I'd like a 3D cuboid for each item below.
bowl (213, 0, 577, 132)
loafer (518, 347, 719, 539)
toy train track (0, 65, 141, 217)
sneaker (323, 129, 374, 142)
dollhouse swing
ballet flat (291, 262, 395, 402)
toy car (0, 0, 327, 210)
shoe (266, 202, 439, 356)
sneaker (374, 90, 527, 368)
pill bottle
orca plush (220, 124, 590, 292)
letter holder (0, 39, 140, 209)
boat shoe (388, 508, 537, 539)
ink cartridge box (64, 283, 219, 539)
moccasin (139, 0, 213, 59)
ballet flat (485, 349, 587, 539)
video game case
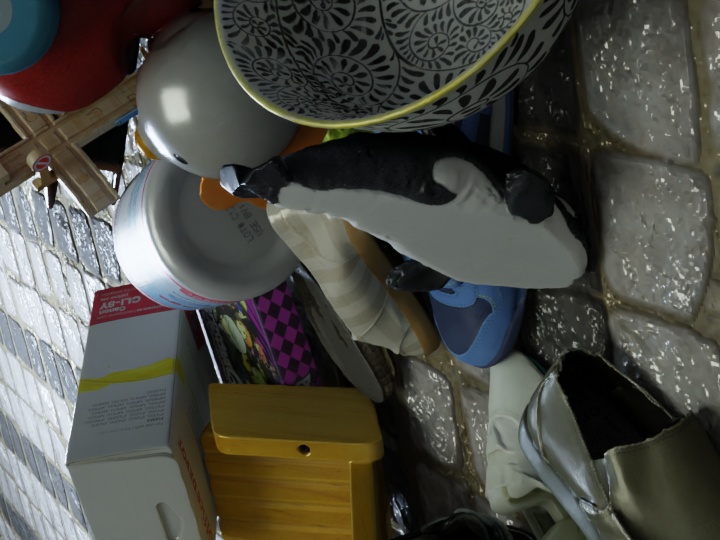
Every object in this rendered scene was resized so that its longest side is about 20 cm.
[{"bbox_3d":[0.035,-0.142,0.617,0.094,0.201,0.201,31,-167,-51],"label":"bowl"},{"bbox_3d":[0.143,0.110,0.634,0.200,0.075,0.070,45,148,42],"label":"loafer"},{"bbox_3d":[-0.159,-0.108,0.816,0.115,0.199,0.033,46,156,19],"label":"toy train track"},{"bbox_3d":[-0.042,-0.105,0.849,0.202,0.075,0.105,62,153,15],"label":"sneaker"},{"bbox_3d":[-0.045,0.216,0.929,0.179,0.176,0.202,1,121,15],"label":"dollhouse swing"},{"bbox_3d":[-0.025,0.002,0.934,0.201,0.046,0.068,57,156,17],"label":"ballet flat"},{"bbox_3d":[-0.108,-0.109,0.723,0.201,0.176,0.184,56,-176,-9],"label":"toy car"},{"bbox_3d":[0.000,0.000,0.779,0.200,0.053,0.071,57,-168,-57],"label":"shoe"},{"bbox_3d":[0.042,-0.034,0.728,0.074,0.082,0.203,23,128,54],"label":"sneaker"},{"bbox_3d":[-0.107,-0.029,0.874,0.110,0.108,0.200,71,161,-2],"label":"pill bottle"},{"bbox_3d":[0.027,-0.044,0.655,0.106,0.197,0.072,117,152,-52],"label":"orca plush"},{"bbox_3d":[-0.207,-0.145,0.925,0.142,0.099,0.203,123,153,-68],"label":"letter holder"},{"bbox_3d":[0.061,0.169,0.744,0.075,0.199,0.061,10,98,23],"label":"boat shoe"},{"bbox_3d":[-0.164,0.125,1.027,0.201,0.082,0.147,-95,-5,-53],"label":"ink cartridge box"},{"bbox_3d":[-0.131,-0.167,0.976,0.074,0.077,0.203,55,150,29],"label":"moccasin"},{"bbox_3d":[0.110,0.139,0.731,0.202,0.069,0.070,63,153,16],"label":"ballet flat"},{"bbox_3d":[-0.081,0.073,1.048,0.181,0.036,0.202,29,142,56],"label":"video game case"}]
